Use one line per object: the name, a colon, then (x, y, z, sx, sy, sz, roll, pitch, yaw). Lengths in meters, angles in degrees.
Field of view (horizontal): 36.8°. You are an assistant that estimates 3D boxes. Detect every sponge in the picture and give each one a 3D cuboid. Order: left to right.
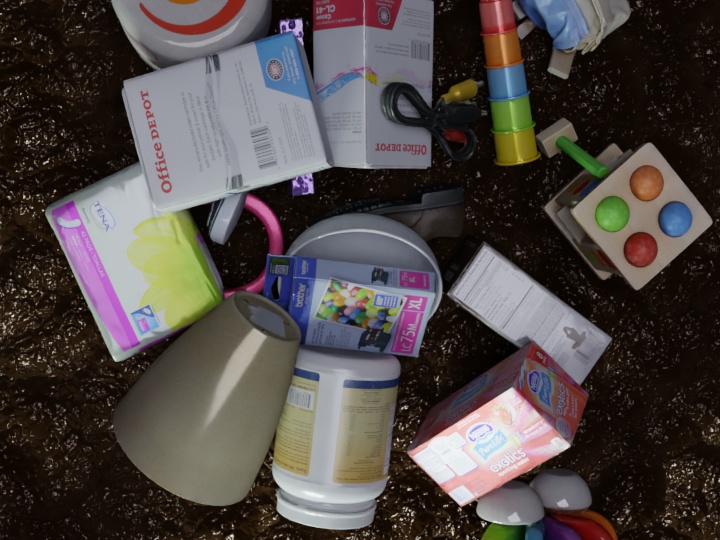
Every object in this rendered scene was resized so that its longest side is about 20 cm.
sponge: (-0.079, -0.192, 1.290, 0.029, 0.112, 0.203, -4, 95, -6)

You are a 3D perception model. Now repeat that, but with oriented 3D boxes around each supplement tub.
supplement tub: (-0.032, 0.196, 1.311, 0.142, 0.144, 0.203, 7, 94, -6)

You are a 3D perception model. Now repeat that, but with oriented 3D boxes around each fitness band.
fitness band: (-0.193, -0.029, 1.331, 0.197, 0.037, 0.146, 0, 95, -7)

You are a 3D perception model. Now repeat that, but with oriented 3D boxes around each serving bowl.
serving bowl: (0.000, 0.000, 1.304, 0.197, 0.066, 0.202, 1, 137, 1)

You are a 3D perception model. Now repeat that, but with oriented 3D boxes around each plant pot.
plant pot: (-0.156, 0.131, 1.247, 0.186, 0.188, 0.201, 32, 108, -7)

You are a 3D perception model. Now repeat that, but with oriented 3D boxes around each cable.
cable: (0.084, -0.180, 1.288, 0.198, 0.050, 0.098, -7, 113, -45)

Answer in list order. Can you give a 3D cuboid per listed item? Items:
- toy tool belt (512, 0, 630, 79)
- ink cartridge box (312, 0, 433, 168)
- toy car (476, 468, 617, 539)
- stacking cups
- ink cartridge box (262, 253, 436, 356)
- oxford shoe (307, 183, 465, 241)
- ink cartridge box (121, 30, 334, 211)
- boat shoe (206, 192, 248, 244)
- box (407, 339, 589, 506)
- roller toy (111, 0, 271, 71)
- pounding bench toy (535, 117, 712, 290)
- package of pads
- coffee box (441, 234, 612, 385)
toy tool belt: (0.220, -0.341, 1.303, 0.123, 0.125, 0.200, -43, 97, -9)
ink cartridge box: (0.016, -0.222, 1.275, 0.085, 0.147, 0.203, 6, 96, 35)
toy car: (0.236, 0.349, 1.328, 0.198, 0.149, 0.178, -3, 99, -37)
stacking cups: (0.175, -0.232, 1.321, 0.060, 0.061, 0.203, -14, 105, -4)
ink cartridge box: (-0.018, 0.043, 1.275, 0.197, 0.042, 0.120, 8, 136, -4)
oxford shoe: (0.035, -0.050, 1.335, 0.197, 0.073, 0.086, -8, 105, -1)
ink cartridge box: (-0.143, -0.161, 1.196, 0.197, 0.086, 0.148, -15, 91, 6)
boat shoe: (-0.159, -0.129, 1.288, 0.067, 0.072, 0.202, 15, 72, -3)
box: (0.163, 0.186, 1.303, 0.103, 0.095, 0.200, 43, 131, -7)
roller toy: (-0.195, -0.317, 1.255, 0.197, 0.140, 0.185, 11, 84, -2)
pounding bench toy: (0.299, -0.096, 1.312, 0.124, 0.156, 0.200, -41, 97, -1)
package of pads: (-0.259, -0.017, 1.275, 0.153, 0.068, 0.202, -26, 95, -4)
coffee box: (0.198, 0.049, 1.337, 0.199, 0.114, 0.080, 36, 91, -6)
